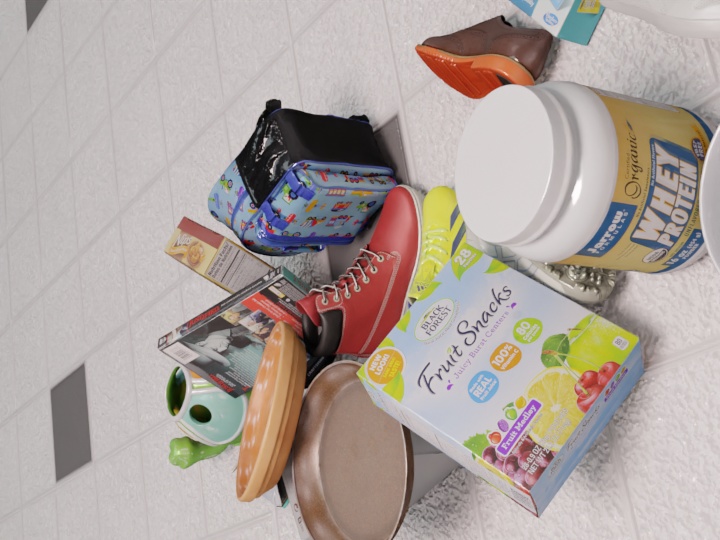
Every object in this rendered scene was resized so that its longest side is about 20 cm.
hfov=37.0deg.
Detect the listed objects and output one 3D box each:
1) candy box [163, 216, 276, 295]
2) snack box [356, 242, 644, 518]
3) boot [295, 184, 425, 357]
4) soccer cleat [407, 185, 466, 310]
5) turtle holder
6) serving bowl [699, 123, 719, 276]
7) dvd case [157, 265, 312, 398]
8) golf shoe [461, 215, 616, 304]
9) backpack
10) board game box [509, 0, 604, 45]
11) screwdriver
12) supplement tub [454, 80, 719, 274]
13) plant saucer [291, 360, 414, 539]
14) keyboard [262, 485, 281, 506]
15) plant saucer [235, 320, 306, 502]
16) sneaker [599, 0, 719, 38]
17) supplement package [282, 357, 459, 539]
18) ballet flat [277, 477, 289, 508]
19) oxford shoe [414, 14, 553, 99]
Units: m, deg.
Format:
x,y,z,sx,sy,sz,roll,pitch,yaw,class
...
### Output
x,y,z,sx,sy,sz,roll,pitch,yaw,class
-0.134,0.013,1.332,0.115,0.199,0.056,24,82,52,candy box
0.124,0.092,0.964,0.199,0.068,0.169,29,70,33,snack box
0.000,0.000,1.197,0.072,0.143,0.203,20,101,53,boot
0.084,0.006,1.130,0.064,0.083,0.204,-19,71,52,soccer cleat
-0.203,0.174,1.468,0.185,0.130,0.143,-41,56,44,turtle holder
0.349,-0.057,0.785,0.199,0.065,0.204,-9,79,54,serving bowl
-0.125,0.079,1.302,0.199,0.146,0.022,-31,44,23,dvd case
0.171,-0.002,1.040,0.200,0.077,0.099,42,140,51,golf shoe
-0.078,-0.087,1.279,0.200,0.181,0.136,-45,59,34,backpack
0.205,-0.344,1.033,0.151,0.046,0.202,51,127,43,board game box
-0.097,0.164,1.307,0.029,0.200,0.028,53,155,-20,screwdriver
0.191,-0.075,0.885,0.144,0.198,0.147,-12,76,57,supplement tub
-0.005,0.192,1.079,0.199,0.032,0.204,-6,82,53,plant saucer
-0.124,0.263,1.379,0.200,0.010,0.057,157,105,-76,keyboard
-0.097,0.158,1.196,0.200,0.037,0.203,-165,90,-79,plant saucer
0.261,-0.265,0.887,0.199,0.073,0.117,34,149,51,sneaker
0.011,0.198,1.182,0.200,0.116,0.118,-49,49,39,supplement package
-0.072,0.211,1.333,0.201,0.068,0.068,-55,1,29,ballet flat
0.129,-0.227,1.126,0.073,0.071,0.199,-54,35,-5,oxford shoe
